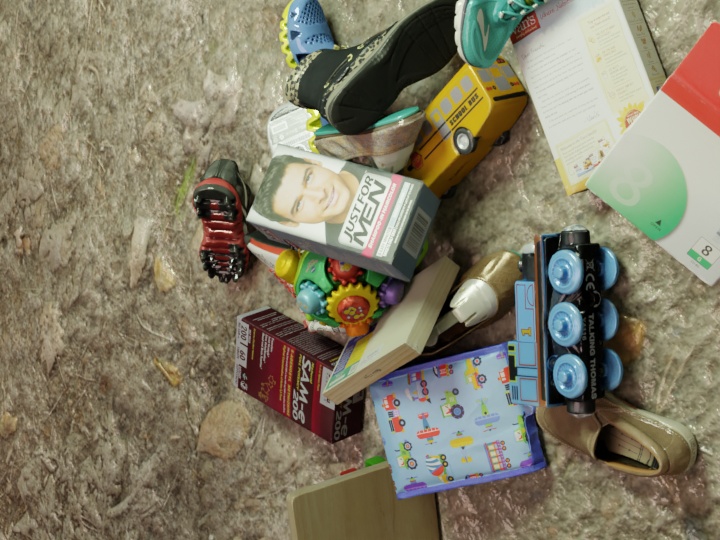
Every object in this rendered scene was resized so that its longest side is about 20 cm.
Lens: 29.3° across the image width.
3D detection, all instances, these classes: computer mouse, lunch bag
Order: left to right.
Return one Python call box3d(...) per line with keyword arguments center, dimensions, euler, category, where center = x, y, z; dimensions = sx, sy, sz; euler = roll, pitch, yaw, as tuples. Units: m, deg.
box3d(center=(-0.057, -0.114, 1.721), dimensions=(0.108, 0.044, 0.203), euler=(-20, 80, 14), category="computer mouse")
box3d(center=(0.123, 0.173, 1.617), dimensions=(0.198, 0.094, 0.153), euler=(-15, 89, 39), category="lunch bag")

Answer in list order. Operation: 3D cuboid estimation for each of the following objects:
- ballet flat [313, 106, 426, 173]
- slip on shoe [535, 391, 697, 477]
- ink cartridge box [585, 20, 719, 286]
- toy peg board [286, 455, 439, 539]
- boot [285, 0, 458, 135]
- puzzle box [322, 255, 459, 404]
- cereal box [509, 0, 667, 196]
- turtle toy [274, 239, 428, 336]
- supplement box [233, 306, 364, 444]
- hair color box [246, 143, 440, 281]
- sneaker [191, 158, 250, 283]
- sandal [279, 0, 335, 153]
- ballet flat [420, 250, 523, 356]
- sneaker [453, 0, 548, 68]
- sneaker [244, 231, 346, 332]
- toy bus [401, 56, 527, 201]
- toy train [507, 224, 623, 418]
box3d(center=(0.019, -0.141, 1.549), dimensions=(0.199, 0.068, 0.068), euler=(1, 115, 60), category="ballet flat")
box3d(center=(0.262, 0.176, 1.479), dimensions=(0.199, 0.060, 0.077), euler=(20, 117, 41), category="slip on shoe")
box3d(center=(0.329, -0.104, 1.291), dimensions=(0.160, 0.050, 0.201), euler=(39, 133, 6), category="ink cartridge box")
box3d(center=(-0.008, 0.340, 1.735), dimensions=(0.097, 0.197, 0.203), euler=(13, 113, 60), category="toy peg board")
box3d(center=(0.013, -0.241, 1.542), dimensions=(0.074, 0.203, 0.153), euler=(53, 167, -29), category="boot")
box3d(center=(0.034, 0.073, 1.630), dimensions=(0.025, 0.134, 0.200), euler=(35, 145, -14), category="puzzle box")
box3d(center=(0.237, -0.194, 1.397), dimensions=(0.143, 0.039, 0.203), euler=(-22, 86, 47), category="cereal box")
box3d(center=(0.000, 0.000, 1.618), dimensions=(0.200, 0.145, 0.102), euler=(-45, 35, 26), category="turtle toy")
box3d(center=(-0.083, 0.136, 1.831), dimensions=(0.199, 0.060, 0.110), euler=(24, 119, 38), category="supplement box")
box3d(center=(-0.020, -0.067, 1.546), dimensions=(0.198, 0.061, 0.100), euler=(17, 79, 30), category="hair color box")
box3d(center=(-0.182, -0.070, 1.859), dimensions=(0.070, 0.099, 0.202), euler=(5, 140, 6), category="sneaker")
box3d(center=(-0.033, -0.234, 1.650), dimensions=(0.086, 0.079, 0.203), euler=(-10, 103, 41), category="sandal")
box3d(center=(0.114, 0.047, 1.582), dimensions=(0.068, 0.072, 0.200), euler=(54, 135, 1), category="ballet flat")
box3d(center=(0.161, -0.290, 1.376), dimensions=(0.080, 0.077, 0.202), euler=(44, 112, 41), category="sneaker")
box3d(center=(-0.079, 0.018, 1.782), dimensions=(0.200, 0.067, 0.110), euler=(17, 113, 39), category="sneaker")
box3d(center=(0.101, -0.147, 1.537), dimensions=(0.079, 0.065, 0.200), euler=(59, 137, 15), category="toy bus")
box3d(center=(0.212, 0.053, 1.462), dimensions=(0.113, 0.086, 0.203), euler=(0, 94, 50), category="toy train")
